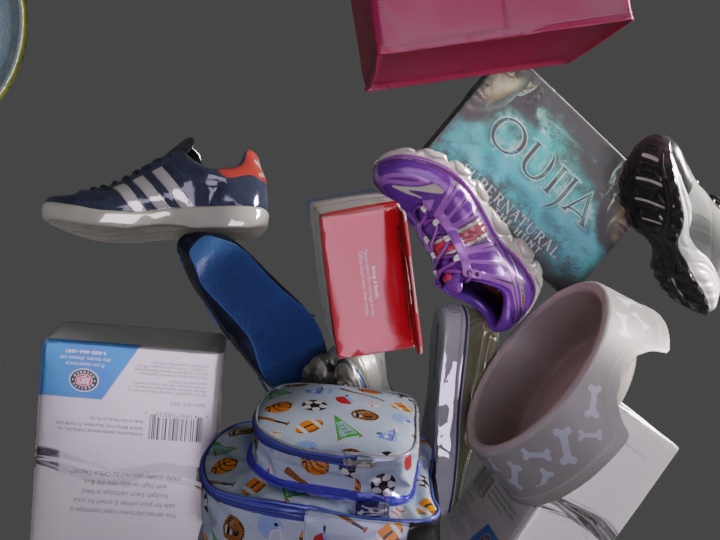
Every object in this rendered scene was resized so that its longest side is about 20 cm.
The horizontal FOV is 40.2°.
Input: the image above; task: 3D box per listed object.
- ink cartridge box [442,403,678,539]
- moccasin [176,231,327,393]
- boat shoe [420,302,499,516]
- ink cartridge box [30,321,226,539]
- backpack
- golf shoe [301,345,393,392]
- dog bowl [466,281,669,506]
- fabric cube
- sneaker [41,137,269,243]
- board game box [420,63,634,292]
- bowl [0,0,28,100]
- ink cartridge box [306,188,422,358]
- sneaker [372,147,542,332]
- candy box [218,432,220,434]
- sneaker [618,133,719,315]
[{"bbox_3d":[0.174,0.199,0.897,0.085,0.146,0.201,35,93,-11],"label":"ink cartridge box"},{"bbox_3d":[-0.092,0.034,0.883,0.080,0.068,0.201,-41,126,-18],"label":"moccasin"},{"bbox_3d":[0.095,0.133,0.925,0.061,0.072,0.203,5,96,-8],"label":"boat shoe"},{"bbox_3d":[-0.194,0.153,0.829,0.144,0.086,0.203,5,98,-7],"label":"ink cartridge box"},{"bbox_3d":[-0.033,0.175,0.766,0.188,0.200,0.156,-2,97,3],"label":"backpack"},{"bbox_3d":[0.007,0.148,0.915,0.078,0.097,0.202,17,126,30],"label":"golf shoe"},{"bbox_3d":[0.166,0.096,0.830,0.058,0.200,0.201,38,93,-12],"label":"dog bowl"},{"bbox_3d":[0.085,-0.267,0.787,0.197,0.196,0.202,-8,94,-3],"label":"fabric cube"},{"bbox_3d":[-0.179,-0.073,0.867,0.197,0.075,0.086,0,80,-3],"label":"sneaker"},{"bbox_3d":[0.165,-0.089,0.921,0.200,0.028,0.136,40,92,-11],"label":"board game box"},{"bbox_3d":[-0.362,-0.205,0.798,0.197,0.108,0.203,-1,99,-6],"label":"bowl"},{"bbox_3d":[0.000,0.000,0.826,0.066,0.200,0.118,-9,99,-5],"label":"ink cartridge box"},{"bbox_3d":[0.084,-0.027,0.880,0.200,0.080,0.084,45,55,-11],"label":"sneaker"},{"bbox_3d":[-0.181,0.193,0.908,0.199,0.056,0.117,33,94,-9],"label":"candy box"},{"bbox_3d":[0.299,-0.051,0.906,0.079,0.074,0.201,-43,128,-13],"label":"sneaker"}]
